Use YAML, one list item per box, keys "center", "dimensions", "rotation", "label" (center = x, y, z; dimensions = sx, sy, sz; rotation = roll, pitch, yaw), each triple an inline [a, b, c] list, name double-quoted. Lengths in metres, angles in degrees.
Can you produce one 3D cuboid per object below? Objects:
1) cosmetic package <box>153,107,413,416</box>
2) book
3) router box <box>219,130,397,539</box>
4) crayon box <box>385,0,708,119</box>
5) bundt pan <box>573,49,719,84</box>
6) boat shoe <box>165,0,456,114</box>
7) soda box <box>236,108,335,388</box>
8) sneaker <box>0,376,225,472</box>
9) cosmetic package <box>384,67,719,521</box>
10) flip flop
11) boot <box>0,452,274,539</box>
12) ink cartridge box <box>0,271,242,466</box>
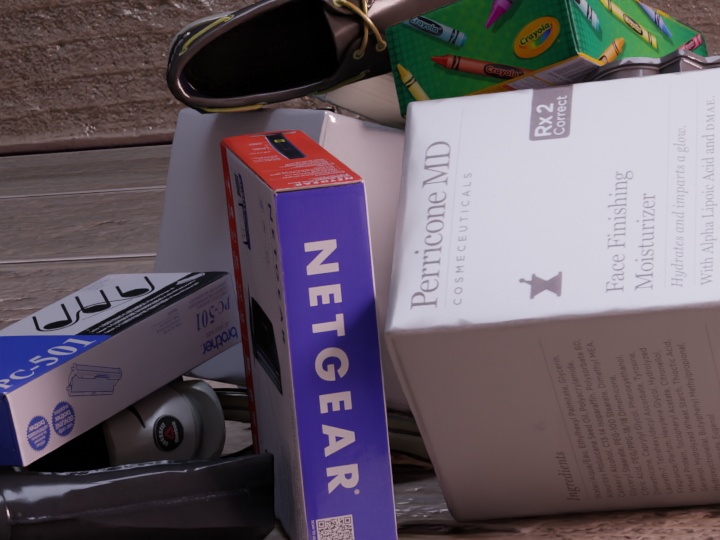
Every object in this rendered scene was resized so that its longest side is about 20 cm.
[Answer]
- center: [0.000, 0.000, 1.668]
  dimensions: [0.199, 0.167, 0.167]
  rotation: [11, -3, -36]
  label: "cosmetic package"
- center: [0.028, -0.108, 1.784]
  dimensions: [0.199, 0.048, 0.133]
  rotation: [16, 3, -34]
  label: "book"
- center: [-0.029, 0.037, 1.449]
  dimensions: [0.049, 0.201, 0.179]
  rotation: [-7, 11, -10]
  label: "router box"
- center: [0.117, -0.116, 1.611]
  dimensions: [0.118, 0.059, 0.200]
  rotation: [-18, -16, 28]
  label: "crayon box"
- center: [0.185, -0.029, 1.554]
  dimensions: [0.201, 0.202, 0.076]
  rotation: [-5, 50, 12]
  label: "bundt pan"
- center: [-0.018, -0.138, 1.605]
  dimensions: [0.200, 0.072, 0.061]
  rotation: [-19, 14, 4]
  label: "boat shoe"
- center: [-0.048, -0.003, 1.790]
  dimensions: [0.068, 0.201, 0.063]
  rotation: [-3, 7, 28]
  label: "soda box"
- center: [-0.172, 0.098, 1.554]
  dimensions: [0.088, 0.075, 0.200]
  rotation: [-11, -5, -42]
  label: "sneaker"
- center: [0.130, 0.014, 1.424]
  dimensions: [0.199, 0.165, 0.165]
  rotation: [-5, 48, 13]
  label: "cosmetic package"
- center: [-0.048, 0.102, 1.594]
  dimensions: [0.199, 0.058, 0.081]
  rotation: [8, 0, -1]
  label: "flip flop"
- center: [-0.154, 0.126, 1.448]
  dimensions: [0.199, 0.066, 0.165]
  rotation: [-8, 4, -15]
  label: "boot"
- center: [-0.159, 0.052, 1.492]
  dimensions: [0.094, 0.044, 0.200]
  rotation: [-2, 18, 35]
  label: "ink cartridge box"
